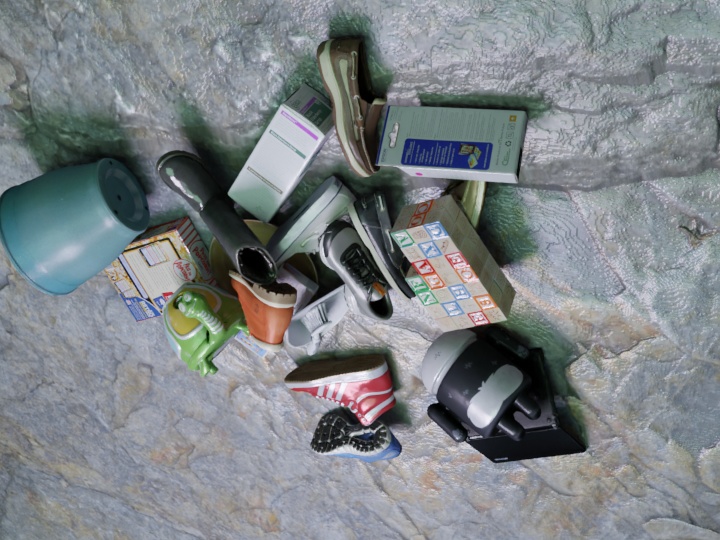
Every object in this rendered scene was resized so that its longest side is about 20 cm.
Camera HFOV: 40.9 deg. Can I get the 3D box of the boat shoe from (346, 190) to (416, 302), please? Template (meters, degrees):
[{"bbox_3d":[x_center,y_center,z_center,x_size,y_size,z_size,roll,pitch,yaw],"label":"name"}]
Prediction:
[{"bbox_3d":[0.048,-0.033,1.482,0.067,0.072,0.201,-29,122,1],"label":"boat shoe"}]

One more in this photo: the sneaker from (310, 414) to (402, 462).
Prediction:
[{"bbox_3d":[-0.009,0.313,1.737,0.199,0.079,0.089,0,149,44],"label":"sneaker"}]

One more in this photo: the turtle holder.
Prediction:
[{"bbox_3d":[-0.263,0.090,1.578,0.132,0.185,0.141,44,104,4],"label":"turtle holder"}]

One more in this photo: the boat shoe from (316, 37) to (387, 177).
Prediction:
[{"bbox_3d":[0.002,-0.228,1.361,0.074,0.075,0.204,-7,119,23],"label":"boat shoe"}]

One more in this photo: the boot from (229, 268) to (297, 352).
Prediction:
[{"bbox_3d":[-0.163,0.057,1.531,0.074,0.200,0.108,1,106,-25],"label":"boot"}]

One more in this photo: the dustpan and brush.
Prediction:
[{"bbox_3d":[-0.075,0.098,1.615,0.058,0.139,0.200,56,158,6],"label":"dustpan and brush"}]

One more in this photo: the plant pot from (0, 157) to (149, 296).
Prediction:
[{"bbox_3d":[-0.459,-0.087,1.597,0.187,0.201,0.201,-25,112,18],"label":"plant pot"}]

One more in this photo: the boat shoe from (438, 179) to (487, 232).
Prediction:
[{"bbox_3d":[0.141,-0.088,1.397,0.068,0.074,0.201,15,129,6],"label":"boat shoe"}]

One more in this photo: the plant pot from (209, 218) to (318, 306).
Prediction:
[{"bbox_3d":[-0.159,-0.004,1.618,0.198,0.028,0.202,11,127,15],"label":"plant pot"}]

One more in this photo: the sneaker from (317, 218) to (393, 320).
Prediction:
[{"bbox_3d":[0.000,0.000,1.497,0.079,0.074,0.201,26,153,46],"label":"sneaker"}]

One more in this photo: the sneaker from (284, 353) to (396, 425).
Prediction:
[{"bbox_3d":[-0.033,0.214,1.688,0.198,0.071,0.113,-9,116,26],"label":"sneaker"}]

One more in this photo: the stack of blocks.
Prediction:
[{"bbox_3d":[0.125,-0.007,1.396,0.114,0.059,0.201,-13,127,37],"label":"stack of blocks"}]

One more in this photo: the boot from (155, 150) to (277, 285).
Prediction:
[{"bbox_3d":[-0.218,-0.079,1.466,0.072,0.201,0.182,-41,134,11],"label":"boot"}]

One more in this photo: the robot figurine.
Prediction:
[{"bbox_3d":[0.188,0.180,1.516,0.199,0.150,0.125,38,138,20],"label":"robot figurine"}]

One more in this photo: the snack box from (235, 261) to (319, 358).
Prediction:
[{"bbox_3d":[-0.147,0.070,1.632,0.072,0.024,0.200,36,130,-5],"label":"snack box"}]

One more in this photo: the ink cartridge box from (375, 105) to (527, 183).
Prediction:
[{"bbox_3d":[0.126,-0.175,1.330,0.198,0.096,0.037,7,163,18],"label":"ink cartridge box"}]

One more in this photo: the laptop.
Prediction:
[{"bbox_3d":[0.259,0.231,1.612,0.176,0.103,0.202,-14,91,30],"label":"laptop"}]

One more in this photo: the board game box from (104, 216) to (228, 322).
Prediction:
[{"bbox_3d":[-0.349,0.002,1.692,0.198,0.046,0.152,-13,117,30],"label":"board game box"}]

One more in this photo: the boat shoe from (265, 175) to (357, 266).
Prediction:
[{"bbox_3d":[-0.082,-0.056,1.507,0.070,0.071,0.200,39,109,-18],"label":"boat shoe"}]

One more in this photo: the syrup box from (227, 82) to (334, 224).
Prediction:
[{"bbox_3d":[-0.113,-0.173,1.445,0.081,0.079,0.200,37,129,-4],"label":"syrup box"}]
